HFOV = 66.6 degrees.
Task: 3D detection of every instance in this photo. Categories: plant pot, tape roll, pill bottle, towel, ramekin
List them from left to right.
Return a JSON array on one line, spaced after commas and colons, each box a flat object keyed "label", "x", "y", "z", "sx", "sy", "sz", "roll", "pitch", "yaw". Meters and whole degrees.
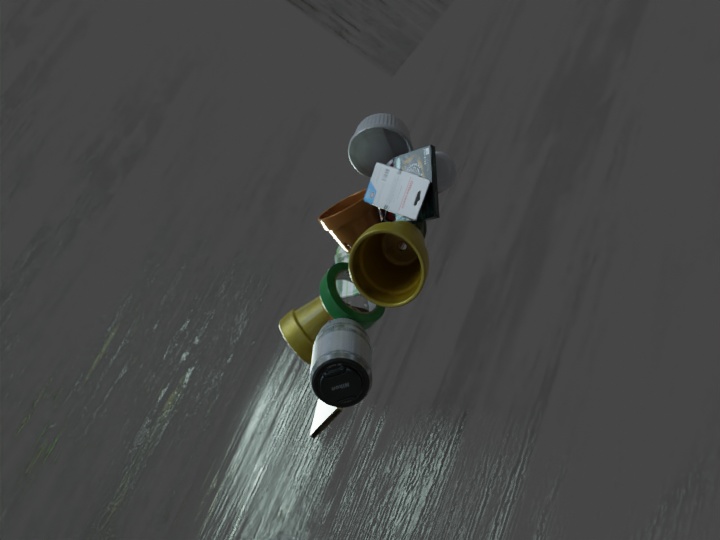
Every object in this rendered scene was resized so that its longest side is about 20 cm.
[{"label": "plant pot", "x": -0.141, "y": 0.183, "z": 1.838, "sx": 0.188, "sy": 0.201, "sz": 0.201, "roll": -42, "pitch": 16, "yaw": 5}, {"label": "tape roll", "x": -0.021, "y": 0.072, "z": 1.561, "sx": 0.048, "sy": 0.198, "sz": 0.203, "roll": -46, "pitch": 19, "yaw": 38}, {"label": "plant pot", "x": -0.016, "y": -0.148, "z": 1.709, "sx": 0.197, "sy": 0.142, "sz": 0.201, "roll": -27, "pitch": 16, "yaw": 8}, {"label": "towel", "x": 0.000, "y": 0.000, "z": 1.701, "sx": 0.196, "sy": 0.023, "sz": 0.156, "roll": -13, "pitch": 65, "yaw": 32}, {"label": "ramekin", "x": 0.066, "y": -0.383, "z": 1.667, "sx": 0.202, "sy": 0.199, "sz": 0.096, "roll": -46, "pitch": 27, "yaw": 45}, {"label": "plant pot", "x": 0.089, "y": -0.037, "z": 1.408, "sx": 0.202, "sy": 0.199, "sz": 0.189, "roll": -52, "pitch": -1, "yaw": 29}, {"label": "pill bottle", "x": 0.199, "y": -0.276, "z": 1.644, "sx": 0.114, "sy": 0.111, "sz": 0.200, "roll": -63, "pitch": 13, "yaw": -13}]

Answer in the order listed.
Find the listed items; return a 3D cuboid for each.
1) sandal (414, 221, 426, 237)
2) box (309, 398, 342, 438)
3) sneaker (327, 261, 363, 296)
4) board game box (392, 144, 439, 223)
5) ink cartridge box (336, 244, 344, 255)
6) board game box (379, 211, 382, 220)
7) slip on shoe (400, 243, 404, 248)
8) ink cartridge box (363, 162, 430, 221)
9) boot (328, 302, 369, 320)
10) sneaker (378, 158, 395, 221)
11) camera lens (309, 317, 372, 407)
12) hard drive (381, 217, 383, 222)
[{"label": "sandal", "x": 0.147, "y": -0.183, "z": 1.584, "sx": 0.080, "sy": 0.056, "sz": 0.206, "roll": 132, "pitch": 133, "yaw": -66}, {"label": "box", "x": -0.085, "y": 0.362, "z": 1.586, "sx": 0.164, "sy": 0.021, "sz": 0.202, "roll": -51, "pitch": 17, "yaw": 35}, {"label": "sneaker", "x": -0.014, "y": 0.007, "z": 1.785, "sx": 0.198, "sy": 0.070, "sz": 0.100, "roll": 29, "pitch": 72, "yaw": 36}, {"label": "board game box", "x": 0.153, "y": -0.235, "z": 1.533, "sx": 0.133, "sy": 0.028, "sz": 0.206, "roll": -10, "pitch": 77, "yaw": 39}, {"label": "ink cartridge box", "x": -0.027, "y": -0.043, "z": 1.971, "sx": 0.203, "sy": 0.082, "sz": 0.146, "roll": -91, "pitch": 24, "yaw": -46}, {"label": "board game box", "x": 0.085, "y": -0.160, "z": 1.992, "sx": 0.203, "sy": 0.034, "sz": 0.135, "roll": -63, "pitch": 13, "yaw": -7}, {"label": "slip on shoe", "x": 0.112, "y": -0.124, "z": 1.728, "sx": 0.073, "sy": 0.061, "sz": 0.203, "roll": -3, "pitch": 53, "yaw": 40}, {"label": "ink cartridge box", "x": 0.113, "y": -0.211, "z": 1.500, "sx": 0.198, "sy": 0.066, "sz": 0.118, "roll": 27, "pitch": 100, "yaw": 39}, {"label": "boot", "x": -0.041, "y": 0.185, "z": 1.676, "sx": 0.198, "sy": 0.076, "sz": 0.159, "roll": 12, "pitch": 88, "yaw": 48}, {"label": "sneaker", "x": 0.101, "y": -0.231, "z": 1.661, "sx": 0.202, "sy": 0.069, "sz": 0.114, "roll": 102, "pitch": 161, "yaw": -47}, {"label": "camera lens", "x": -0.048, "y": 0.237, "z": 1.412, "sx": 0.161, "sy": 0.158, "sz": 0.201, "roll": -54, "pitch": 14, "yaw": 21}, {"label": "hard drive", "x": 0.115, "y": -0.193, "z": 1.847, "sx": 0.140, "sy": 0.037, "sz": 0.203, "roll": 78, "pitch": -143, "yaw": -75}]
